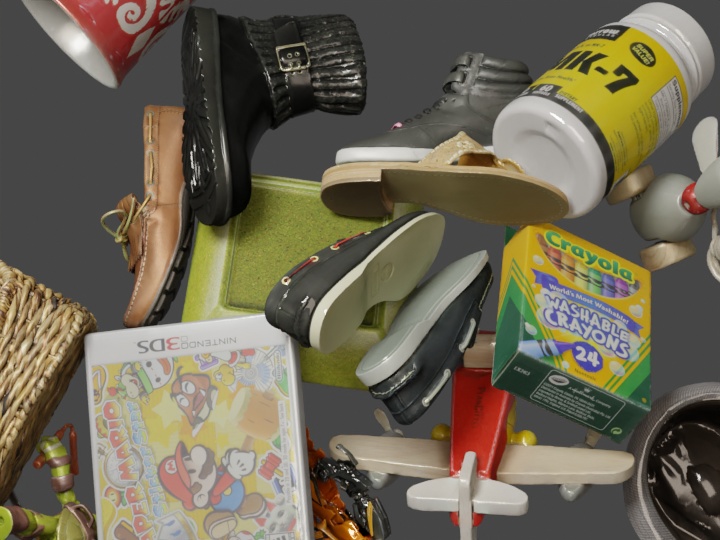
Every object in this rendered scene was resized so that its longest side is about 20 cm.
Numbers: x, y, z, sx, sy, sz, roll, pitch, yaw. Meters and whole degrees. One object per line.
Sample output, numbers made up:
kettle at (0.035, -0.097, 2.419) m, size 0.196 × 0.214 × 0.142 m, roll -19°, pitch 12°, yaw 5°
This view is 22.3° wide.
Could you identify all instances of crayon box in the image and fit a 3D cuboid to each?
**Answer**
crayon box at (0.180, 0.036, 1.543) m, size 0.125 × 0.052 × 0.201 m, roll 24°, pitch 40°, yaw -13°

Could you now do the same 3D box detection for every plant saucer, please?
plant saucer at (-0.046, -0.004, 1.563) m, size 0.198 × 0.048 × 0.201 m, roll 8°, pitch 57°, yaw -3°

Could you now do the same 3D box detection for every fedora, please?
fedora at (0.315, 0.196, 1.579) m, size 0.200 × 0.090 × 0.177 m, roll 40°, pitch 80°, yaw 8°

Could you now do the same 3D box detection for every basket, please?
basket at (-0.329, 0.090, 1.521) m, size 0.148 × 0.143 × 0.201 m, roll 29°, pitch 82°, yaw 1°

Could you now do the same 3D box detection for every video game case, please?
video game case at (-0.132, 0.142, 1.488) m, size 0.180 × 0.023 × 0.202 m, roll -7°, pitch 83°, yaw 13°

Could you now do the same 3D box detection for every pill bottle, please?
pill bottle at (0.214, -0.143, 1.580) m, size 0.114 × 0.114 × 0.200 m, roll 47°, pitch 56°, yaw 3°

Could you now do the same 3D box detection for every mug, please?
mug at (-0.203, -0.290, 1.592) m, size 0.178 × 0.133 × 0.200 m, roll 45°, pitch 78°, yaw 1°

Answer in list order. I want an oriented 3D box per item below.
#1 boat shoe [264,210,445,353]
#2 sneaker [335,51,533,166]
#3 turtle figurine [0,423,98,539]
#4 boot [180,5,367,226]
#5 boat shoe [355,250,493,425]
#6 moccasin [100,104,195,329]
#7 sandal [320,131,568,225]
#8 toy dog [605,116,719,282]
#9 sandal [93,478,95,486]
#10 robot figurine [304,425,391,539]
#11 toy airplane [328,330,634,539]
boat shoe at (0.000, -0.002, 1.488) m, size 0.063 × 0.074 × 0.201 m, roll 23°, pitch 38°, yaw 27°
sneaker at (0.070, -0.138, 1.622) m, size 0.198 × 0.071 × 0.100 m, roll -7°, pitch 81°, yaw -11°
turtle figurine at (-0.246, 0.232, 1.503) m, size 0.064 × 0.161 × 0.202 m, roll -4°, pitch 91°, yaw 22°
boot at (-0.069, -0.134, 1.570) m, size 0.156 × 0.079 × 0.213 m, roll 4°, pitch 67°, yaw -19°
boat shoe at (0.062, 0.054, 1.507) m, size 0.061 × 0.075 × 0.200 m, roll 55°, pitch 45°, yaw -12°
moccasin at (-0.182, -0.047, 1.585) m, size 0.077 × 0.074 × 0.203 m, roll 9°, pitch 81°, yaw -1°
sandal at (0.072, -0.088, 1.549) m, size 0.209 × 0.078 × 0.070 m, roll 2°, pitch 58°, yaw 8°
toy dog at (0.299, -0.064, 1.581) m, size 0.096 × 0.200 × 0.133 m, roll -27°, pitch 110°, yaw -24°
sandal at (-0.202, 0.158, 1.557) m, size 0.057 × 0.080 × 0.203 m, roll -12°, pitch 74°, yaw -8°
robot figurine at (-0.066, 0.188, 1.541) m, size 0.200 × 0.145 × 0.058 m, roll 47°, pitch 38°, yaw 11°
toy airplane at (0.102, 0.159, 1.545) m, size 0.198 × 0.142 × 0.200 m, roll -32°, pitch 52°, yaw -20°
